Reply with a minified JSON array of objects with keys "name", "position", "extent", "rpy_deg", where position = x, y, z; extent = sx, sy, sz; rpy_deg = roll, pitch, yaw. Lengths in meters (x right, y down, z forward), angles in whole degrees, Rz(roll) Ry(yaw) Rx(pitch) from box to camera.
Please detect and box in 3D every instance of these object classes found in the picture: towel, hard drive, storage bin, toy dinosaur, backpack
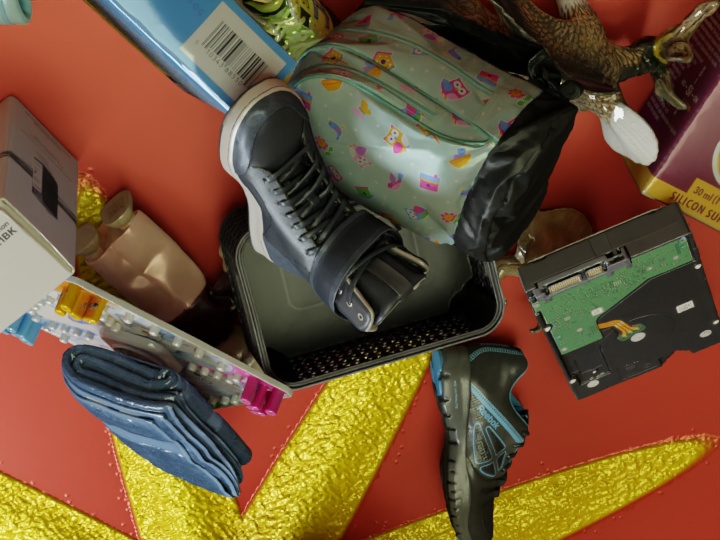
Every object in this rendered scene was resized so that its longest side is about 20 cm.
[{"name":"towel","position":[-0.163,0.121,1.660],"extent":[0.112,0.200,0.049],"rpy_deg":[17,73,22]},{"name":"hard drive","position":[0.215,0.028,1.690],"extent":[0.140,0.038,0.200],"rpy_deg":[-24,149,6]},{"name":"storage bin","position":[0.000,0.000,1.655],"extent":[0.200,0.094,0.135],"rpy_deg":[-16,104,-9]},{"name":"toy dinosaur","position":[0.144,-0.016,1.722],"extent":[0.101,0.058,0.200],"rpy_deg":[-46,121,-1]},{"name":"backpack","position":[0.044,-0.109,1.525],"extent":[0.200,0.127,0.167],"rpy_deg":[33,136,11]}]

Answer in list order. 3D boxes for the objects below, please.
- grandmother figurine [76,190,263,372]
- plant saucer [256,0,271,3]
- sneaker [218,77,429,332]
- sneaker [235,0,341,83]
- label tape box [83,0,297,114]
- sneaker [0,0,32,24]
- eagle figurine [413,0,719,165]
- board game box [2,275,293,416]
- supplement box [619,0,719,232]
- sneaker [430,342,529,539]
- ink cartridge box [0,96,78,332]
[{"name":"grandmother figurine","position":[-0.143,0.022,1.696],"extent":[0.121,0.061,0.200],"rpy_deg":[-36,117,12]},{"name":"plant saucer","position":[-0.121,-0.303,1.479],"extent":[0.048,0.200,0.200],"rpy_deg":[-28,120,39]},{"name":"sneaker","position":[-0.022,-0.041,1.472],"extent":[0.077,0.146,0.202],"rpy_deg":[-42,151,-16]},{"name":"sneaker","position":[-0.064,-0.190,1.588],"extent":[0.075,0.076,0.200],"rpy_deg":[-37,117,9]},{"name":"label tape box","position":[-0.141,-0.189,1.523],"extent":[0.143,0.200,0.066],"rpy_deg":[42,88,-22]},{"name":"sneaker","position":[-0.248,-0.271,1.525],"extent":[0.082,0.074,0.200],"rpy_deg":[19,124,-3]},{"name":"eagle figurine","position":[0.150,-0.173,1.600],"extent":[0.200,0.151,0.152],"rpy_deg":[0,127,-19]},{"name":"board game box","position":[-0.177,0.069,1.647],"extent":[0.200,0.200,0.026],"rpy_deg":[29,72,-19]},{"name":"supplement box","position":[0.317,-0.133,1.648],"extent":[0.131,0.103,0.200],"rpy_deg":[25,110,-16]},{"name":"sneaker","position":[0.109,0.155,1.781],"extent":[0.082,0.073,0.200],"rpy_deg":[-7,118,-5]},{"name":"ink cartridge box","position":[-0.292,-0.026,1.572],"extent":[0.144,0.200,0.084],"rpy_deg":[-38,114,12]}]
